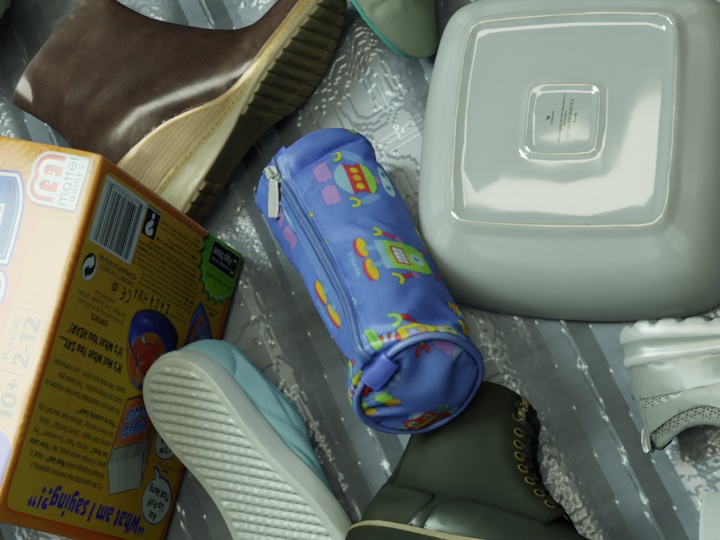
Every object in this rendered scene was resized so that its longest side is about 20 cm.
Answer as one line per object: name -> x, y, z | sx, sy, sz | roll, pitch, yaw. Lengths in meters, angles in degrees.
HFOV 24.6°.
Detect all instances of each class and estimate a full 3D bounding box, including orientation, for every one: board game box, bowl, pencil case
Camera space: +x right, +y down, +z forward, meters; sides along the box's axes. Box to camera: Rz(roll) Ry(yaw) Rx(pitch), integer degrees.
board game box -> -0.219, 0.041, 0.979 | 0.198, 0.200, 0.202 | 11, 78, 22
bowl -> 0.125, -0.076, 0.966 | 0.198, 0.075, 0.202 | 2, 77, 20
pencil case -> 0.000, 0.000, 0.955 | 0.078, 0.086, 0.201 | -52, 44, 27

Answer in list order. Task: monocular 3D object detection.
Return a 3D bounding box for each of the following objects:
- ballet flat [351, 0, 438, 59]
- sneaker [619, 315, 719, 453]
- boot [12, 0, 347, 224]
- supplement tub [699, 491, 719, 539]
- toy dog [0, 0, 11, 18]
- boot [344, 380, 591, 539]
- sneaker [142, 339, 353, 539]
ballet flat -> 0.002, -0.226, 1.017 | 0.064, 0.067, 0.201 | -31, 91, 41
sneaker -> 0.243, 0.064, 0.897 | 0.198, 0.075, 0.083 | -3, 88, 25
boot -> -0.120, -0.143, 1.067 | 0.166, 0.072, 0.200 | 39, 93, 22
supplement tub -> 0.275, 0.168, 0.815 | 0.198, 0.132, 0.133 | -7, 73, 17
toy dog -> -0.236, -0.272, 1.149 | 0.132, 0.096, 0.201 | 40, 105, 21
boot -> 0.098, 0.121, 0.896 | 0.198, 0.078, 0.139 | 8, 51, 25
sneaker -> -0.043, 0.122, 0.971 | 0.074, 0.082, 0.201 | -32, 91, 30
